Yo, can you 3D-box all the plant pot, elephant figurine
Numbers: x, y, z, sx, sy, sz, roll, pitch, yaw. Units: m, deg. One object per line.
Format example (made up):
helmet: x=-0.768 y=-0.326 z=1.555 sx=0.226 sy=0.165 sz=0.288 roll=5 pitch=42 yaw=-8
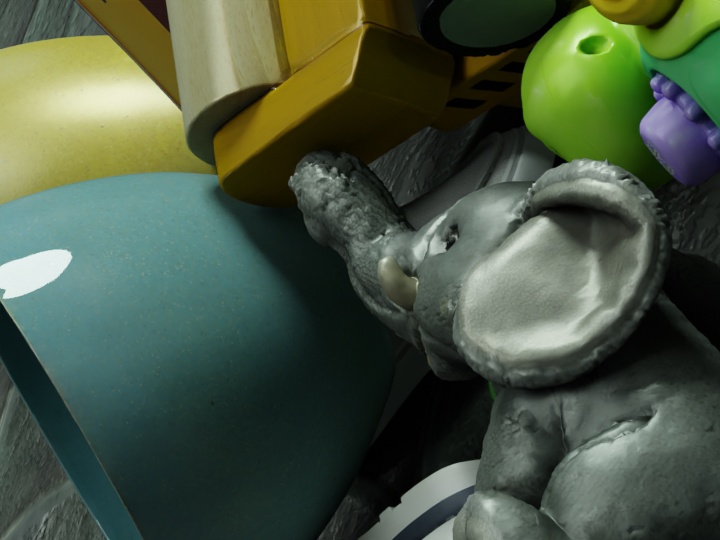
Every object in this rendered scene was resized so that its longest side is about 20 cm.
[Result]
plant pot: x=-0.065 y=0.039 z=0.852 sx=0.134 sy=0.201 sz=0.200 roll=-30 pitch=21 yaw=-13
elephant figurine: x=0.071 y=0.024 z=0.705 sx=0.142 sy=0.154 sz=0.201 roll=119 pitch=145 yaw=-65
plant pot: x=-0.116 y=-0.049 z=1.151 sx=0.141 sy=0.200 sz=0.201 roll=-16 pitch=50 yaw=28

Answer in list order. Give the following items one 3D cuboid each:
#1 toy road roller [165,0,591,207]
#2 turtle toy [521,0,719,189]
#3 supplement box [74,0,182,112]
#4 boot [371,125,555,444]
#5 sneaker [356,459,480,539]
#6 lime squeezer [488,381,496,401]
toy road roller: x=0.031 y=-0.108 z=0.810 sx=0.200 sy=0.146 sz=0.124 roll=-30 pitch=58 yaw=36
turtle toy: x=0.137 y=-0.070 z=0.672 sx=0.199 sy=0.145 sz=0.102 roll=8 pitch=105 yaw=44
supplement box: x=-0.024 y=-0.170 z=0.929 sx=0.200 sy=0.197 sz=0.133 roll=-43 pitch=7 yaw=11
boot: x=0.000 y=0.000 z=0.934 sx=0.200 sy=0.095 sz=0.074 roll=-55 pitch=13 yaw=23
sneaker: x=0.016 y=0.154 z=0.820 sx=0.200 sy=0.076 sz=0.081 roll=-50 pitch=49 yaw=43
lime squeezer: x=0.092 y=0.037 z=0.819 sx=0.071 sy=0.038 sz=0.200 roll=-39 pitch=19 yaw=-15
